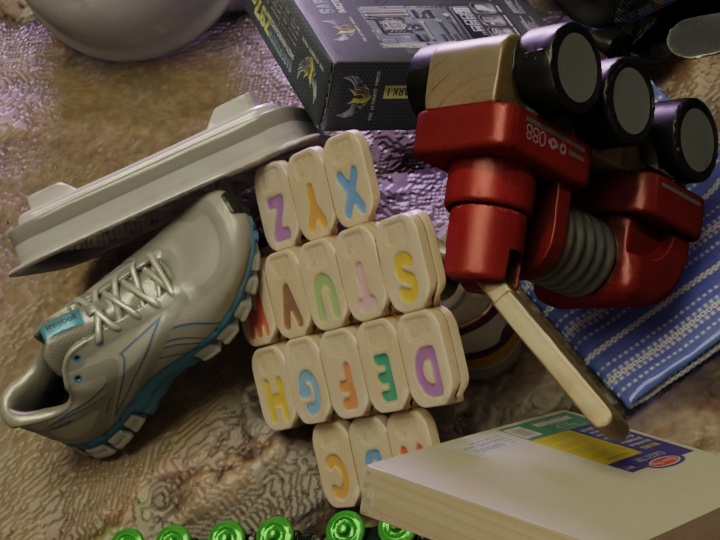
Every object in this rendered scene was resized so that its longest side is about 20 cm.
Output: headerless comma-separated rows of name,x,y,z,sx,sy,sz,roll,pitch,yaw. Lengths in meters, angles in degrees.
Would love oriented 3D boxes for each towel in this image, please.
towel,0.154,-0.028,1.074,0.145,0.024,0.200,-36,50,-3

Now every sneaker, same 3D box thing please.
sneaker,-0.135,0.032,1.066,0.200,0.087,0.075,-51,52,22
sneaker,0.000,0.000,1.078,0.199,0.090,0.075,10,61,29

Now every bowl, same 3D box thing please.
bowl,-0.176,-0.247,1.275,0.200,0.090,0.202,0,89,22

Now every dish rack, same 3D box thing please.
dish rack,-0.113,-0.055,1.126,0.199,0.172,0.044,-25,90,7

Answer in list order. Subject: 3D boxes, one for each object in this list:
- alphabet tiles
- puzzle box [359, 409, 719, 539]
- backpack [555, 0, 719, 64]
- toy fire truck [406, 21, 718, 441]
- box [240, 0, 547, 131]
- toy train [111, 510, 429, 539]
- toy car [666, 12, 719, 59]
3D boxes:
alphabet tiles,-0.011,0.030,1.002,0.015,0.196,0.200,-12,-2,-32
puzzle box,0.108,0.108,0.901,0.133,0.200,0.026,15,102,32
backpack,0.182,-0.249,1.145,0.190,0.154,0.200,-20,43,-10
toy fire truck,0.110,-0.009,0.963,0.128,0.176,0.201,-3,73,41
box,0.019,-0.157,1.147,0.157,0.051,0.200,-3,36,-23
toy train,-0.051,0.165,1.016,0.199,0.042,0.057,-8,64,19
toy car,0.273,-0.119,0.992,0.199,0.158,0.165,-23,59,1
